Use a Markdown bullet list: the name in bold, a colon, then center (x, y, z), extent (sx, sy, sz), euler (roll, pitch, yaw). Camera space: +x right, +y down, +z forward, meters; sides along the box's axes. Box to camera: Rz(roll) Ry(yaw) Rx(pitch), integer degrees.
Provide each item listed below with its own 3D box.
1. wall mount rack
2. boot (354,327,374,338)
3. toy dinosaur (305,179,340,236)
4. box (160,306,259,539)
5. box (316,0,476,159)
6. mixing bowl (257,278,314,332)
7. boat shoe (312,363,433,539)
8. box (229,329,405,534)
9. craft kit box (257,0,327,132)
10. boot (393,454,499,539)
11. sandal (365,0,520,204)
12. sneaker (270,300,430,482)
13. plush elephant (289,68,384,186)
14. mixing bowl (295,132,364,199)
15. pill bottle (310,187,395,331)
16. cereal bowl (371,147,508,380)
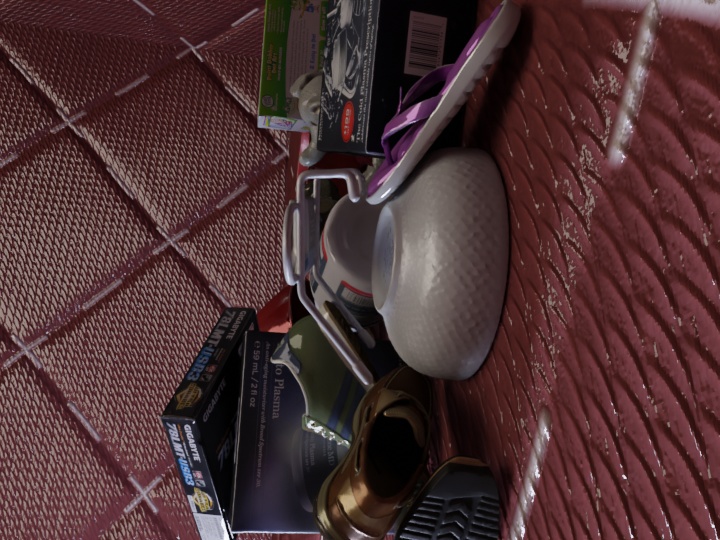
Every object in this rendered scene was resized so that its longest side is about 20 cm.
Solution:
- **wall mount rack**: center (-0.023, -0.002, 0.621), extent (0.200, 0.072, 0.180), euler (-68, -22, -81)
- **boot**: center (-0.042, 0.160, 0.881), extent (0.071, 0.164, 0.207), euler (-6, 90, 36)
- **toy dinosaur**: center (-0.052, -0.080, 0.925), extent (0.202, 0.075, 0.104), euler (-88, 21, -56)
- **box**: center (-0.162, 0.185, 0.837), extent (0.202, 0.048, 0.204), euler (-71, -20, -57)
- **box**: center (0.030, -0.220, 0.716), extent (0.182, 0.101, 0.207), euler (-152, 67, -69)
- **mixing bowl**: center (-0.104, 0.125, 1.016), extent (0.200, 0.106, 0.206), euler (-19, -89, -76)
- **boat shoe**: center (0.030, 0.139, 0.557), extent (0.074, 0.075, 0.201), euler (-53, 2, 32)
- **box**: center (-0.042, 0.175, 0.762), extent (0.123, 0.192, 0.207), euler (150, 124, -76)
- **craft kit box**: center (-0.051, -0.303, 1.013), extent (0.049, 0.191, 0.207), euler (135, 139, -72)
- **boot**: center (0.056, 0.203, 0.578), extent (0.139, 0.075, 0.205), euler (-88, 12, -63)
- **sandal**: center (0.057, -0.145, 0.577), extent (0.204, 0.049, 0.083), euler (-51, 7, 29)
- **sneaker**: center (-0.016, 0.139, 0.680), extent (0.204, 0.088, 0.067), euler (59, -174, -1)
- **plush elephant**: center (-0.018, -0.190, 0.893), extent (0.165, 0.150, 0.206), euler (-111, 27, -66)
- **mixing bowl**: center (-0.053, -0.160, 1.201), extent (0.200, 0.105, 0.207), euler (-176, 90, -80)
- **pill bottle**: center (0.000, 0.000, 0.819), extent (0.201, 0.116, 0.123), euler (119, 153, -65)
- **cereal bowl**: center (0.058, -0.009, 0.610), extent (0.200, 0.080, 0.207), euler (-175, 90, -80)
